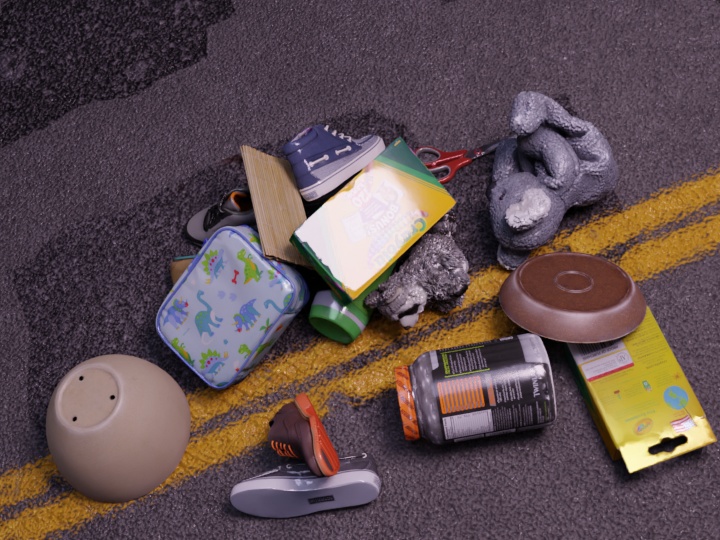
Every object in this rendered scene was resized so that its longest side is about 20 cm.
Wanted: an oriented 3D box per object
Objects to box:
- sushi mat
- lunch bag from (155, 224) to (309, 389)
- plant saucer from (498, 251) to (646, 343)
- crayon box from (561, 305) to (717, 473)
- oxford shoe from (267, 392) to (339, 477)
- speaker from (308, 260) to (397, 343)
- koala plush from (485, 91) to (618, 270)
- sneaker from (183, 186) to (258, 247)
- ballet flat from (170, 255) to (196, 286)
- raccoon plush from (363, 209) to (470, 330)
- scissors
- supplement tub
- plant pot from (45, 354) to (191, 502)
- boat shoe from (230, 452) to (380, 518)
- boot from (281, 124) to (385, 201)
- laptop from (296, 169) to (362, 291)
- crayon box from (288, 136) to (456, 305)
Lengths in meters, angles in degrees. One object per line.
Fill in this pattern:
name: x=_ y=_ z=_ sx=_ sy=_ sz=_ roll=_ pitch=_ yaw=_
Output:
sushi mat: x=-0.115 y=-0.089 z=1.339 sx=0.012 sy=0.095 sz=0.202 roll=-40 pitch=50 yaw=32
lunch bag: x=-0.180 y=0.046 z=1.325 sx=0.160 sy=0.082 sz=0.201 roll=40 pitch=102 yaw=10
plant saucer: x=0.287 y=0.027 z=1.288 sx=0.197 sy=0.035 sz=0.201 roll=-1 pitch=32 yaw=1
crayon box: x=0.361 y=0.161 z=1.251 sx=0.125 sy=0.051 sz=0.202 roll=-18 pitch=60 yaw=-2
oxford shoe: x=-0.076 y=0.224 z=1.224 sx=0.072 sy=0.200 sz=0.072 roll=-28 pitch=104 yaw=-5
speaker: x=0.000 y=0.000 z=1.370 sx=0.087 sy=0.089 sz=0.202 roll=19 pitch=66 yaw=17
koala plush: x=0.252 y=-0.108 z=1.347 sx=0.182 sy=0.178 sz=0.201 roll=28 pitch=65 yaw=10
sneaker: x=-0.192 y=-0.088 z=1.425 sx=0.198 sy=0.079 sz=0.075 roll=-13 pitch=58 yaw=33
ballet flat: x=-0.190 y=-0.001 z=1.402 sx=0.197 sy=0.068 sz=0.064 roll=-12 pitch=73 yaw=22
raccoon plush: x=0.067 y=-0.017 z=1.336 sx=0.132 sy=0.097 sz=0.203 roll=2 pitch=61 yaw=-24
scissors: x=0.173 y=-0.173 z=1.479 sx=0.197 sy=0.014 sz=0.074 roll=-9 pitch=59 yaw=2
supplement tub: x=0.148 y=0.157 z=1.244 sx=0.197 sy=0.123 sz=0.124 roll=-10 pitch=61 yaw=3
plant pot: x=-0.342 y=0.195 z=1.289 sx=0.197 sy=0.135 sz=0.203 roll=-3 pitch=61 yaw=6
boat shoe: x=-0.072 y=0.273 z=1.251 sx=0.197 sy=0.071 sz=0.067 roll=-10 pitch=41 yaw=7
boot: x=-0.036 y=-0.186 z=1.426 sx=0.072 sy=0.091 sz=0.200 roll=-16 pitch=18 yaw=38
laptop: x=-0.033 y=-0.063 z=1.390 sx=0.176 sy=0.102 sz=0.204 roll=-8 pitch=75 yaw=52
crayon box: x=0.016 y=-0.065 z=1.267 sx=0.200 sy=0.058 sz=0.119 roll=-43 pitch=91 yaw=-15
